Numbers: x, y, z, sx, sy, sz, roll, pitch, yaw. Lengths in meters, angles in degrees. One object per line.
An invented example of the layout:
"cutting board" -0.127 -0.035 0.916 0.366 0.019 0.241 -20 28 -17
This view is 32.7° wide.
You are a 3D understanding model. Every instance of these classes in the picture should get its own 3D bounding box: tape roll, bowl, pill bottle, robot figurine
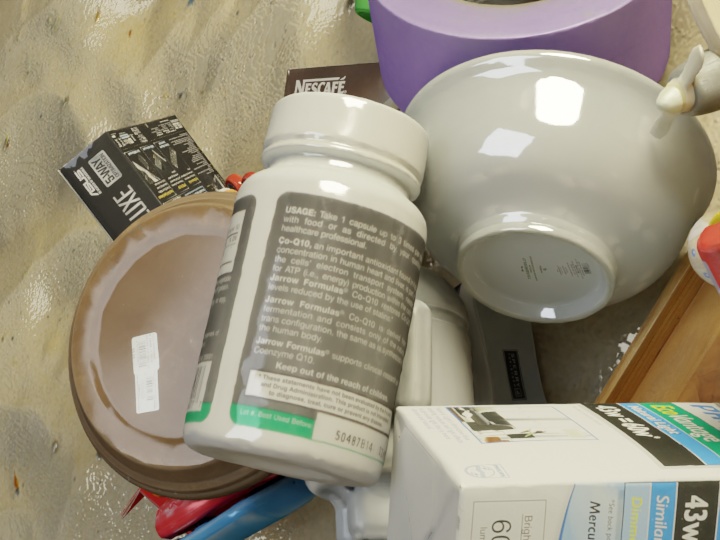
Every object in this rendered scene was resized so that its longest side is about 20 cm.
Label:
"tape roll" 0.104 -0.179 0.806 0.198 0.085 0.201 -6 46 7
"bowl" 0.112 -0.031 0.747 0.200 0.201 0.091 -15 47 40
"pill bottle" -0.024 0.011 0.687 0.112 0.113 0.202 -1 71 43
"robot figurine" 0.018 0.079 0.798 0.170 0.112 0.202 123 148 -63

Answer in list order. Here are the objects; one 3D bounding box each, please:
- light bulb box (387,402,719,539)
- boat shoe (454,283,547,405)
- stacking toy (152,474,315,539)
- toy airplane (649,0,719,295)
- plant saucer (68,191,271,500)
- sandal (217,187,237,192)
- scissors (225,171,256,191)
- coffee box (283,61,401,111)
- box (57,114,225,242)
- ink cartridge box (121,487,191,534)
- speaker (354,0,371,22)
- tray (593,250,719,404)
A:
"light bulb box" 0.120 0.180 0.648 0.125 0.198 0.201 -138 50 -72
"boat shoe" 0.085 0.100 0.848 0.066 0.069 0.202 -31 61 51
"stacking toy" -0.121 0.091 0.835 0.109 0.116 0.201 -34 82 33
"toy airplane" 0.241 -0.037 0.658 0.141 0.198 0.202 -30 45 44
"plant saucer" -0.106 0.043 0.780 0.198 0.029 0.202 -6 74 20
"sandal" -0.050 0.012 0.884 0.059 0.079 0.208 -37 50 18
"scissors" -0.046 0.005 0.980 0.201 0.014 0.073 57 155 -3
"coffee box" 0.029 -0.096 0.934 0.199 0.079 0.114 6 87 44
"box" -0.139 -0.040 0.962 0.050 0.200 0.158 -36 96 11
"ink cartridge box" -0.095 0.128 0.954 0.067 0.116 0.200 40 122 3
"speaker" 0.059 -0.285 0.949 0.088 0.088 0.202 21 94 44
"tray" 0.202 0.088 0.759 0.099 0.037 0.201 41 108 41
